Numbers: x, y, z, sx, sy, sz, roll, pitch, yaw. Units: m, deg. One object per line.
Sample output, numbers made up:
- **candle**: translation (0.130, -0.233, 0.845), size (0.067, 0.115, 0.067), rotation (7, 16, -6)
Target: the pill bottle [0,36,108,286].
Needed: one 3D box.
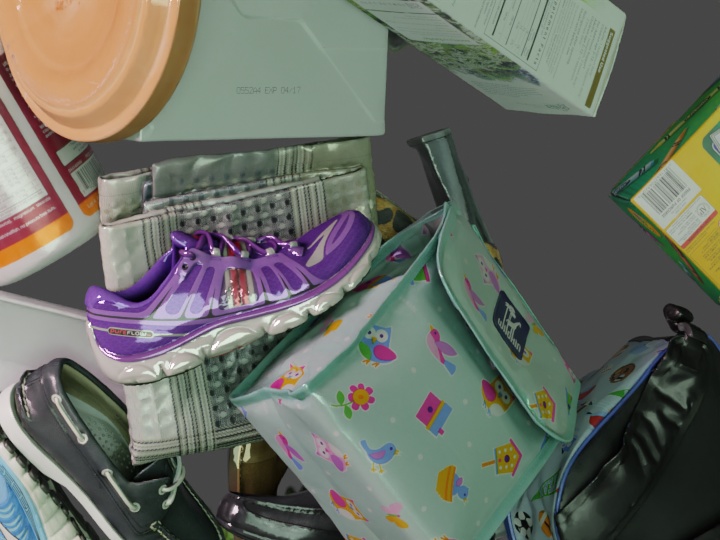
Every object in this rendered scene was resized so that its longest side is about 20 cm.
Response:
- **pill bottle**: translation (-0.250, -0.099, 1.506), size (0.109, 0.110, 0.200), rotation (-31, 103, -4)

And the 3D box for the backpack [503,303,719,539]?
- **backpack**: translation (0.189, 0.156, 1.584), size (0.190, 0.154, 0.200), rotation (-41, 101, -31)

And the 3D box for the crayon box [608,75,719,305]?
- **crayon box**: translation (0.289, -0.083, 1.627), size (0.119, 0.058, 0.200), rotation (44, 89, -13)

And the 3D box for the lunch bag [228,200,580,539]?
- **lunch bag**: translation (0.046, 0.075, 1.496), size (0.200, 0.122, 0.170), rotation (-45, 107, -28)

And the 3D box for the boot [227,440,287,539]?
- **boot**: translation (-0.054, 0.107, 1.584), size (0.075, 0.074, 0.201), rotation (5, 99, -4)

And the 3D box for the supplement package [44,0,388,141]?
- **supplement package**: translation (-0.090, -0.166, 1.482), size (0.200, 0.111, 0.156), rotation (-4, 100, -41)

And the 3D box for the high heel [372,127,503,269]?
- **high heel**: translation (0.000, 0.000, 1.582), size (0.200, 0.071, 0.143), rotation (-22, 96, -14)

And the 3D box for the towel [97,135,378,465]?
- **towel**: translation (-0.072, 0.017, 1.516), size (0.192, 0.035, 0.201), rotation (-10, 103, -15)

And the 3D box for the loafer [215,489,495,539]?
- **loafer**: translation (-0.001, 0.162, 1.562), size (0.200, 0.068, 0.071), rotation (8, 93, -21)

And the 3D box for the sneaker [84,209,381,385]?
- **sneaker**: translation (-0.080, 0.004, 1.458), size (0.200, 0.081, 0.084), rotation (-23, 103, -14)

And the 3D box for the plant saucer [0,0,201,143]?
- **plant saucer**: translation (-0.167, -0.178, 1.393), size (0.032, 0.200, 0.201), rotation (-2, 100, -41)

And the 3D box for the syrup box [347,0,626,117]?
- **syrup box**: translation (0.083, -0.175, 1.515), size (0.200, 0.079, 0.082), rotation (27, 78, -46)

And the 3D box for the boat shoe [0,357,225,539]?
- **boat shoe**: translation (-0.156, 0.137, 1.559), size (0.060, 0.076, 0.200), rotation (-34, 120, 28)

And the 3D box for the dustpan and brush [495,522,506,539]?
- **dustpan and brush**: translation (0.029, 0.105, 1.619), size (0.139, 0.057, 0.200), rotation (-21, 108, -8)

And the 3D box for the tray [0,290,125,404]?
- **tray**: translation (-0.212, 0.050, 1.547), size (0.200, 0.022, 0.107), rotation (15, 140, -18)

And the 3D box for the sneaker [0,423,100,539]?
- **sneaker**: translation (-0.246, 0.169, 1.565), size (0.090, 0.078, 0.200), rotation (-31, 100, 2)
